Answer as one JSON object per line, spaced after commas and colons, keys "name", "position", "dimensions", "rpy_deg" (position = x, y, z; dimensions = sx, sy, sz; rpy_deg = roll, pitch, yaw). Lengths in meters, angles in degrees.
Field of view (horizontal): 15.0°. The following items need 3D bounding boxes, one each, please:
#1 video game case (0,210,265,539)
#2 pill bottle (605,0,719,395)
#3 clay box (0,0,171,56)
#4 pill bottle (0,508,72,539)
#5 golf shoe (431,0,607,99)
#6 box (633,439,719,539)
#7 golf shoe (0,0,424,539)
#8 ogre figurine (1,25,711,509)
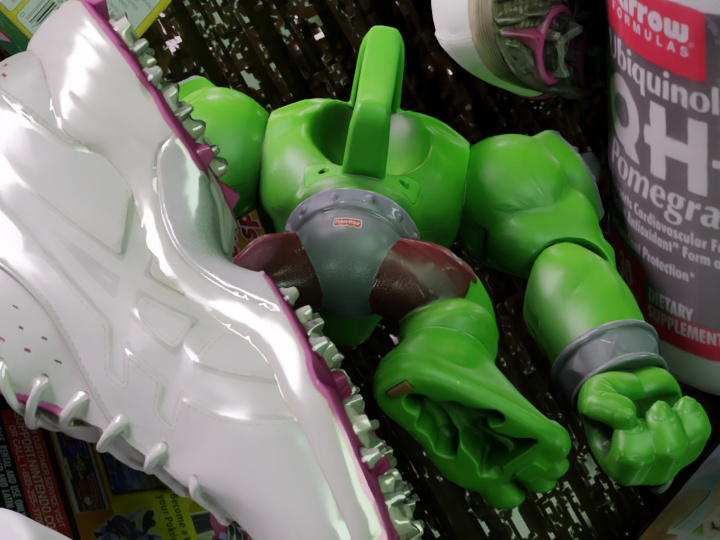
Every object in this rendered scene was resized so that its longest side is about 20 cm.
{"name": "video game case", "position": [-0.085, 0.042, 0.800], "dimensions": [0.180, 0.025, 0.201], "rpy_deg": [-5, 66, -35]}
{"name": "pill bottle", "position": [0.127, -0.070, 0.805], "dimensions": [0.111, 0.111, 0.201], "rpy_deg": [-30, 131, -33]}
{"name": "clay box", "position": [-0.065, -0.167, 0.840], "dimensions": [0.200, 0.048, 0.115], "rpy_deg": [-50, 120, -12]}
{"name": "pill bottle", "position": [-0.031, 0.142, 0.701], "dimensions": [0.200, 0.114, 0.115], "rpy_deg": [32, 60, -30]}
{"name": "golf shoe", "position": [0.045, -0.099, 0.876], "dimensions": [0.200, 0.092, 0.073], "rpy_deg": [-47, 136, -67]}
{"name": "box", "position": [0.148, 0.113, 0.876], "dimensions": [0.200, 0.060, 0.117], "rpy_deg": [-46, 106, -17]}
{"name": "golf shoe", "position": [-0.054, 0.025, 0.705], "dimensions": [0.091, 0.075, 0.200], "rpy_deg": [-31, 62, -4]}
{"name": "ogre figurine", "position": [0.000, 0.000, 0.795], "dimensions": [0.098, 0.199, 0.120], "rpy_deg": [71, 21, -46]}
